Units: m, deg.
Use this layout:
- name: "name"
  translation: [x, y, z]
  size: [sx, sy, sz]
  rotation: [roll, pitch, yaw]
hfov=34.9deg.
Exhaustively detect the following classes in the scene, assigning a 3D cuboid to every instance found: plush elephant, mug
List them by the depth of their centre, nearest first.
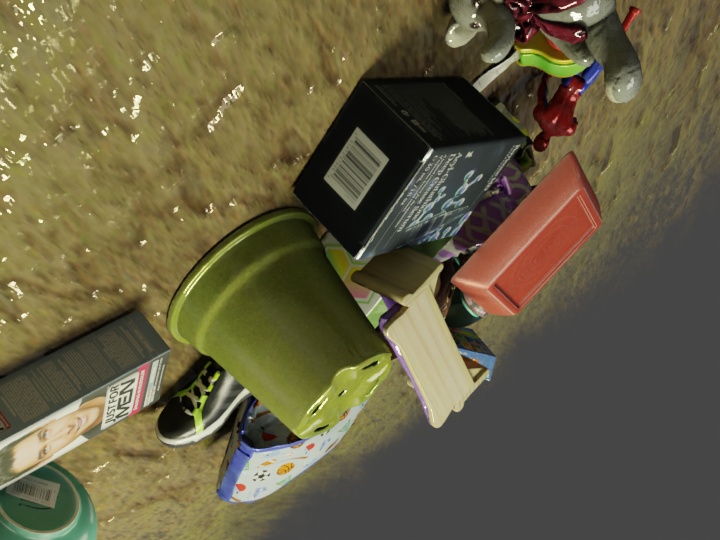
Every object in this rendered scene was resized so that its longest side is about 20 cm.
- name: "plush elephant"
  translation: [0.151, -0.250, 1.051]
  size: [0.154, 0.200, 0.165]
  rotation: [-20, 146, 2]
- name: "mug"
  translation: [-0.348, 0.260, 1.121]
  size: [0.185, 0.152, 0.115]
  rotation: [-18, 149, -54]

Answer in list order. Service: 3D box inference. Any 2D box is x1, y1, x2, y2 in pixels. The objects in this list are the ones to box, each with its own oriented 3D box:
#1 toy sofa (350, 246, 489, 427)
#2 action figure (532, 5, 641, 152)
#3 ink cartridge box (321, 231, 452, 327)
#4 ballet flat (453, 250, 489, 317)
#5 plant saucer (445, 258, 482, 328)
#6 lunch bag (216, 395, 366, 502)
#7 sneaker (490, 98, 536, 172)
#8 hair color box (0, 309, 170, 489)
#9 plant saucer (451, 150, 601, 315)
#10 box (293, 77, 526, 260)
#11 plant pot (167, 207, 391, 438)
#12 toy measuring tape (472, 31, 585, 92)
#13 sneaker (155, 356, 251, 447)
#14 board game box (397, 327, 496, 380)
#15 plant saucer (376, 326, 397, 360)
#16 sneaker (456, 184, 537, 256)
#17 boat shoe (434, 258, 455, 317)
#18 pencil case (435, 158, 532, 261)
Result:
- name: "toy sofa"
  translation: [0.059, 0.073, 1.257]
  size: [0.098, 0.083, 0.200]
  rotation: [-46, 135, -19]
- name: "action figure"
  translation: [0.260, -0.237, 1.388]
  size: [0.200, 0.065, 0.099]
  rotation: [-62, -174, 15]
- name: "ink cartridge box"
  translation: [0.000, 0.000, 1.327]
  size: [0.200, 0.104, 0.059]
  rotation: [-50, 160, 19]
- name: "ballet flat"
  translation: [0.160, -0.009, 1.529]
  size: [0.071, 0.069, 0.200]
  rotation: [-37, -157, 14]
- name: "plant saucer"
  translation: [0.176, -0.007, 1.627]
  size: [0.200, 0.027, 0.200]
  rotation: [-45, -161, 20]
- name: "lunch bag"
  translation: [-0.106, 0.213, 1.540]
  size: [0.200, 0.124, 0.170]
  rotation: [-37, 163, -35]
- name: "sneaker"
  translation: [0.176, -0.136, 1.428]
  size: [0.075, 0.076, 0.200]
  rotation: [-44, 162, -3]
- name: "hair color box"
  translation: [-0.285, 0.126, 1.103]
  size: [0.200, 0.061, 0.099]
  rotation: [-29, 156, -33]
- name: "plant saucer"
  translation: [0.210, -0.029, 1.358]
  size: [0.200, 0.037, 0.200]
  rotation: [-47, 157, 4]
- name: "box"
  translation: [0.054, -0.111, 1.197]
  size: [0.200, 0.107, 0.149]
  rotation: [-16, 147, -53]
- name: "plant pot"
  translation: [-0.070, 0.068, 1.213]
  size: [0.200, 0.184, 0.201]
  rotation: [-37, 159, -17]
- name: "toy measuring tape"
  translation: [0.202, -0.230, 1.291]
  size: [0.200, 0.074, 0.074]
  rotation: [-41, 161, -6]
- name: "sneaker"
  translation: [-0.167, 0.120, 1.339]
  size: [0.200, 0.072, 0.083]
  rotation: [-40, 140, -13]
- name: "board game box"
  translation: [0.102, 0.098, 1.575]
  size: [0.200, 0.135, 0.035]
  rotation: [-111, -144, -82]
- name: "plant saucer"
  translation: [-0.012, 0.085, 1.456]
  size: [0.200, 0.037, 0.200]
  rotation: [-18, -166, 5]
- name: "sneaker"
  translation: [0.174, -0.073, 1.461]
  size: [0.200, 0.081, 0.088]
  rotation: [-11, 155, 18]
- name: "boat shoe"
  translation: [0.083, 0.037, 1.412]
  size: [0.070, 0.070, 0.200]
  rotation: [-18, -161, 26]
- name: "pencil case"
  translation: [0.113, -0.063, 1.364]
  size: [0.200, 0.084, 0.085]
  rotation: [-30, -178, 29]
